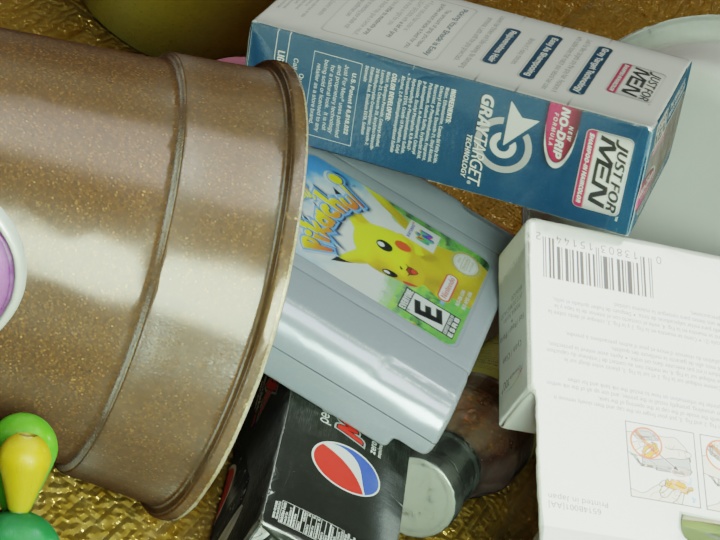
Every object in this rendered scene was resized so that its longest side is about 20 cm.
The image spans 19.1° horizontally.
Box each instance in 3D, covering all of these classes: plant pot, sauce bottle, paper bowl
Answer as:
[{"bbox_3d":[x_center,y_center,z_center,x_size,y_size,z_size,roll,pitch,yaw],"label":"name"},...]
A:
[{"bbox_3d":[-0.098,-0.209,1.322,0.200,0.142,0.200,26,25,-13],"label":"plant pot"},{"bbox_3d":[0.057,0.078,1.076,0.066,0.066,0.200,37,25,9],"label":"sauce bottle"},{"bbox_3d":[0.178,-0.034,1.122,0.201,0.201,0.104,45,15,25],"label":"paper bowl"},{"bbox_3d":[-0.149,-0.017,0.876,0.198,0.201,0.200,16,29,-17],"label":"plant pot"}]

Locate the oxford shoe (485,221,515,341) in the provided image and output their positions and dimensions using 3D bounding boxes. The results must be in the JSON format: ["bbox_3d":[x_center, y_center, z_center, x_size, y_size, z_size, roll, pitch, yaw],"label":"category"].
[{"bbox_3d":[0.055,-0.009,1.184,0.200,0.071,0.071,-50,123,-76],"label":"oxford shoe"}]

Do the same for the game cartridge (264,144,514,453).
[{"bbox_3d":[0.000,0.000,1.003,0.133,0.041,0.200,28,28,0],"label":"game cartridge"}]

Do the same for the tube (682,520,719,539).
[{"bbox_3d":[0.146,0.175,0.904,0.058,0.052,0.200,54,20,-35],"label":"tube"}]

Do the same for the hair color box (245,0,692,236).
[{"bbox_3d":[0.052,-0.086,1.044,0.199,0.061,0.100,16,29,13],"label":"hair color box"}]

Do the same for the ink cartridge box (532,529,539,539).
[{"bbox_3d":[0.151,0.202,0.947,0.197,0.047,0.200,28,35,-6],"label":"ink cartridge box"}]

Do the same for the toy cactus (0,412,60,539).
[{"bbox_3d":[-0.150,0.129,0.739,0.165,0.102,0.200,52,22,-4],"label":"toy cactus"}]

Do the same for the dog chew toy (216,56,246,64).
[{"bbox_3d":[-0.054,-0.062,1.141,0.200,0.125,0.125,-10,48,-46],"label":"dog chew toy"}]

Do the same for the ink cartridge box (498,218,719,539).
[{"bbox_3d":[0.162,0.076,0.985,0.199,0.045,0.177,11,58,-15],"label":"ink cartridge box"}]

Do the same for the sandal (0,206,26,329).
[{"bbox_3d":[-0.211,0.021,0.763,0.050,0.202,0.083,-75,147,-53],"label":"sandal"}]

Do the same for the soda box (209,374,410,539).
[{"bbox_3d":[-0.021,0.094,0.946,0.063,0.071,0.200,30,25,-9],"label":"soda box"}]
